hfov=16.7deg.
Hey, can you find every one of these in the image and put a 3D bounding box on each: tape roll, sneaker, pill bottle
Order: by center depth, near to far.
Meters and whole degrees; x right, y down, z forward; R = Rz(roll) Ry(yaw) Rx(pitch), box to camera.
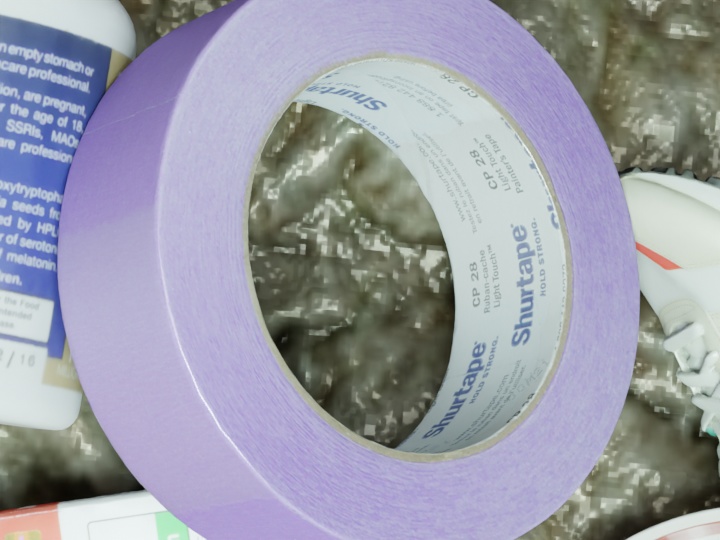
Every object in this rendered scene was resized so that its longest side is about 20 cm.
[{"bbox_3d":[0.000,0.000,0.825,0.200,0.066,0.201,8,76,-35],"label":"tape roll"},{"bbox_3d":[-0.140,-0.052,0.840,0.119,0.120,0.200,9,85,-3],"label":"pill bottle"},{"bbox_3d":[0.149,0.049,0.877,0.200,0.070,0.093,40,78,-3],"label":"sneaker"}]

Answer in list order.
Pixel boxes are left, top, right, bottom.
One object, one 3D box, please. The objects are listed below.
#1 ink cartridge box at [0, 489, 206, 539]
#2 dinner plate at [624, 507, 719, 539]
[{"bbox_3d":[-0.091,0.135,0.862,0.200,0.050,0.109,-8,86,-6],"label":"ink cartridge box"},{"bbox_3d":[0.147,0.181,0.863,0.200,0.024,0.201,1,93,20],"label":"dinner plate"}]
